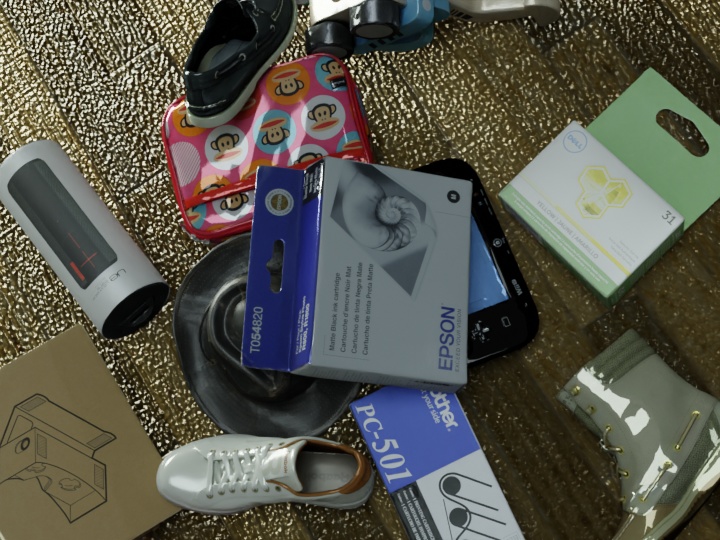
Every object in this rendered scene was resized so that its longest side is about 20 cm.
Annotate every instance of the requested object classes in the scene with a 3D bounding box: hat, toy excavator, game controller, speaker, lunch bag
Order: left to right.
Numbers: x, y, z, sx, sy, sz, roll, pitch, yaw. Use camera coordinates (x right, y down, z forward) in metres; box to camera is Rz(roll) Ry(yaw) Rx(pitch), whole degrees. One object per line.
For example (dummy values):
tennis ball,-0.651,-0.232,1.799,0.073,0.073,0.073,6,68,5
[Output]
speaker,-0.271,-0.030,1.408,0.081,0.081,0.200,-39,70,-3
hat,-0.085,0.063,1.320,0.198,0.081,0.203,0,89,3
lunch bag,-0.083,-0.100,1.398,0.198,0.082,0.178,-17,74,6
toy excavator,0.068,-0.262,1.408,0.193,0.199,0.101,-15,73,45
game controller,0.089,-0.008,1.352,0.103,0.042,0.202,-23,71,3

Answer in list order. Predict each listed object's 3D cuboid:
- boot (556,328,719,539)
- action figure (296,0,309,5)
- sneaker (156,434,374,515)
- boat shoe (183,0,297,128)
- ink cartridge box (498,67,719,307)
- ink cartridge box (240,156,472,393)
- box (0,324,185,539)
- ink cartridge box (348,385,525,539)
boot,0.225,0.164,1.257,0.154,0.072,0.200,41,79,19
action figure,-0.100,-0.321,1.483,0.198,0.055,0.119,22,75,12
sneaker,-0.087,0.173,1.293,0.198,0.085,0.074,-2,68,1
boat shoe,-0.119,-0.225,1.378,0.074,0.066,0.200,9,51,28
ink cartridge box,0.248,-0.086,1.344,0.200,0.048,0.146,-44,70,-2
ink cartridge box,0.000,0.000,1.289,0.198,0.041,0.202,7,68,-11
box,-0.275,0.172,1.318,0.163,0.021,0.201,-29,79,-21
ink cartridge box,0.073,0.192,1.291,0.093,0.044,0.201,-25,70,0
